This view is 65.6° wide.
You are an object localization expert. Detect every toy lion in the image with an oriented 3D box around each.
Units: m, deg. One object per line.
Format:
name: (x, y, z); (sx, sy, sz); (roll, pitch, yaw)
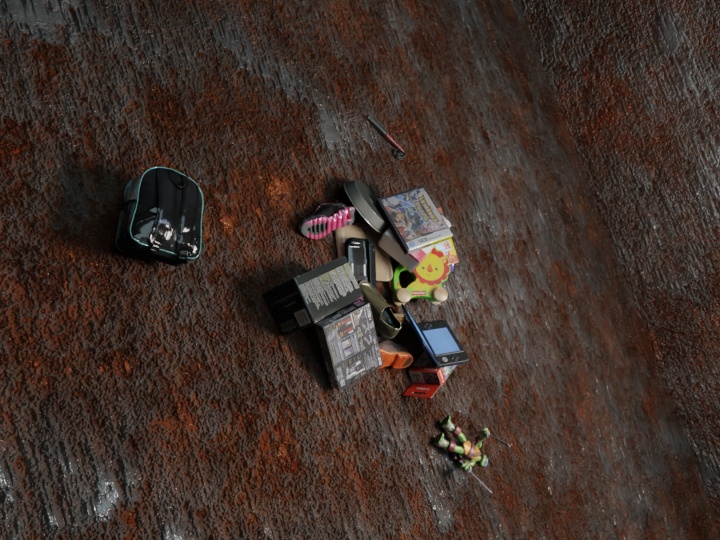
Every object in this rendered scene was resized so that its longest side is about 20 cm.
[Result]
toy lion: (0.197, 0.014, 1.810); (0.198, 0.069, 0.193); (-2, 74, -13)

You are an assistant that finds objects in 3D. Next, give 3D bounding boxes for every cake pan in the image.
cake pan: (0.024, -0.207, 1.758); (0.200, 0.037, 0.201); (48, 17, -20)

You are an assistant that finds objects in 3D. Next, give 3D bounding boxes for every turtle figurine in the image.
turtle figurine: (0.338, 0.538, 1.716); (0.193, 0.200, 0.144); (34, 89, -3)

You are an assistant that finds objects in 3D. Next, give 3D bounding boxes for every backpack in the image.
backpack: (-0.447, -0.122, 1.250); (0.175, 0.153, 0.202); (17, 71, -41)

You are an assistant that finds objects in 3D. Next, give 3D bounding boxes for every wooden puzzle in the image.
wooden puzzle: (0.007, -0.058, 1.751); (0.199, 0.037, 0.187); (4, 71, -38)

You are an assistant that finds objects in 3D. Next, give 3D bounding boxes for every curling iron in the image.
curling iron: (0.095, -0.479, 2.014); (0.200, 0.025, 0.050); (48, 44, -18)

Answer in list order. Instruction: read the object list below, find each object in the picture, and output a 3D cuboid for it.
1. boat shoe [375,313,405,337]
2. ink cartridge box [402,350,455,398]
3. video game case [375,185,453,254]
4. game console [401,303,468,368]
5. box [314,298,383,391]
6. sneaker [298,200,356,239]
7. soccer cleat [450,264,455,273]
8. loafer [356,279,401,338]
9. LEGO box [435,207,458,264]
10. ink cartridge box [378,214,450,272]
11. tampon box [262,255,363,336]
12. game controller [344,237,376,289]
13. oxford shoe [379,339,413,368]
boat shoe: (0.056, 0.169, 1.679); (0.199, 0.072, 0.069); (-2, 76, -33)
ink cartridge box: (0.214, 0.313, 1.731); (0.200, 0.108, 0.051); (-39, 117, -45)
video game case: (0.169, -0.161, 1.745); (0.180, 0.026, 0.201); (-19, 69, -25)
game console: (0.229, 0.192, 1.727); (0.169, 0.119, 0.200); (-7, 37, -15)
box: (-0.028, 0.202, 1.514); (0.157, 0.050, 0.202); (-26, 115, -29)
sneaker: (-0.111, -0.159, 1.662); (0.199, 0.079, 0.095); (-22, 53, -36)
soccer cleat: (0.277, -0.078, 2.003); (0.073, 0.068, 0.201); (-22, 90, -27)
loafer: (0.054, 0.104, 1.613); (0.200, 0.070, 0.075); (51, 53, -6)
LEGO box: (0.230, -0.099, 1.914); (0.148, 0.077, 0.202); (-15, 83, -22)
ink cartridge box: (0.174, -0.116, 1.786); (0.145, 0.085, 0.200); (40, 60, 6)
tampon box: (-0.123, 0.066, 1.485); (0.199, 0.149, 0.127); (-25, 90, -46)
game controller: (0.000, 0.000, 1.678); (0.103, 0.042, 0.202); (3, 78, -24)
oxford shoe: (0.060, 0.245, 1.663); (0.199, 0.072, 0.073); (13, 31, -33)
